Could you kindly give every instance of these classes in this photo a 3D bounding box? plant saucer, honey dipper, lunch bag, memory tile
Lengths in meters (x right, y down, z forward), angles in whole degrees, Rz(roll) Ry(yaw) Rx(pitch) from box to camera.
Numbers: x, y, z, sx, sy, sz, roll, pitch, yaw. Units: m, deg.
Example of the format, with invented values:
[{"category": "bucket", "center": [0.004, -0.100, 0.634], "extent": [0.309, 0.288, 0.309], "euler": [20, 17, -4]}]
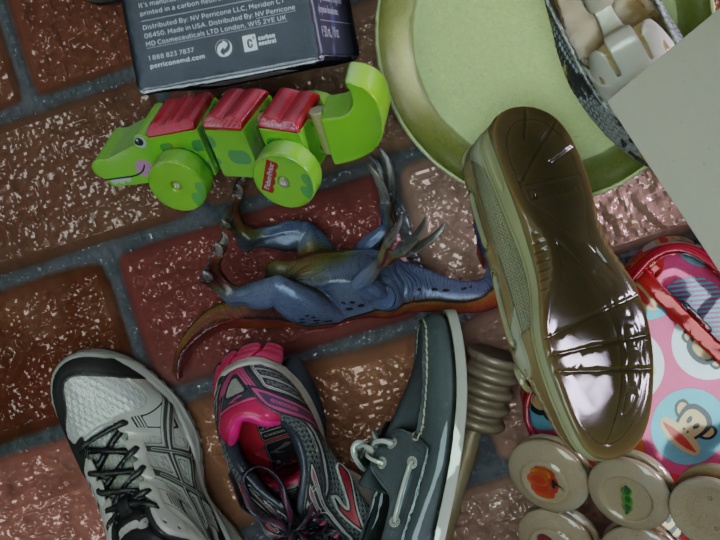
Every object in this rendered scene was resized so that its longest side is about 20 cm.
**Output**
[{"category": "plant saucer", "center": [0.108, -0.141, 0.985], "extent": [0.198, 0.031, 0.202], "euler": [1, 98, 9]}, {"category": "honey dipper", "center": [0.055, 0.145, 1.025], "extent": [0.038, 0.038, 0.202], "euler": [17, 98, 6]}, {"category": "lunch bag", "center": [0.211, 0.081, 0.978], "extent": [0.200, 0.082, 0.176], "euler": [43, 97, 0]}, {"category": "memory tile", "center": [0.162, 0.185, 0.964], "extent": [0.152, 0.017, 0.202], "euler": [9, 126, 28]}]

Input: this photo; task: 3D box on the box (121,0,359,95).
[{"category": "box", "center": [-0.077, -0.208, 0.944], "extent": [0.106, 0.148, 0.202], "euler": [-10, 96, 9]}]

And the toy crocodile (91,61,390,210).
[{"category": "toy crocodile", "center": [-0.071, -0.080, 0.978], "extent": [0.198, 0.068, 0.062], "euler": [-1, 130, 29]}]

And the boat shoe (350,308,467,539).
[{"category": "boat shoe", "center": [0.024, 0.120, 0.971], "extent": [0.061, 0.073, 0.202], "euler": [7, 89, -3]}]

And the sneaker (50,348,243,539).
[{"category": "sneaker", "center": [-0.130, 0.139, 1.028], "extent": [0.075, 0.088, 0.201], "euler": [-32, 90, 13]}]

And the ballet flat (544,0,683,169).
[{"category": "ballet flat", "center": [0.135, -0.143, 0.931], "extent": [0.072, 0.072, 0.202], "euler": [-27, 93, 11]}]

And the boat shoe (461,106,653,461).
[{"category": "boat shoe", "center": [0.105, 0.011, 0.932], "extent": [0.073, 0.063, 0.203], "euler": [-11, 75, -29]}]

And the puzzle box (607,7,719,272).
[{"category": "puzzle box", "center": [0.231, -0.048, 0.855], "extent": [0.133, 0.025, 0.201], "euler": [-38, 70, 23]}]

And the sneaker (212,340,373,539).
[{"category": "sneaker", "center": [-0.036, 0.144, 1.008], "extent": [0.080, 0.075, 0.201], "euler": [-26, 111, 11]}]

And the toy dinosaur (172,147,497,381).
[{"category": "toy dinosaur", "center": [0.000, 0.000, 1.017], "extent": [0.180, 0.106, 0.201], "euler": [20, 135, -5]}]

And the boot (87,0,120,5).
[{"category": "boot", "center": [-0.189, -0.253, 0.951], "extent": [0.073, 0.154, 0.205], "euler": [-19, 94, 10]}]
